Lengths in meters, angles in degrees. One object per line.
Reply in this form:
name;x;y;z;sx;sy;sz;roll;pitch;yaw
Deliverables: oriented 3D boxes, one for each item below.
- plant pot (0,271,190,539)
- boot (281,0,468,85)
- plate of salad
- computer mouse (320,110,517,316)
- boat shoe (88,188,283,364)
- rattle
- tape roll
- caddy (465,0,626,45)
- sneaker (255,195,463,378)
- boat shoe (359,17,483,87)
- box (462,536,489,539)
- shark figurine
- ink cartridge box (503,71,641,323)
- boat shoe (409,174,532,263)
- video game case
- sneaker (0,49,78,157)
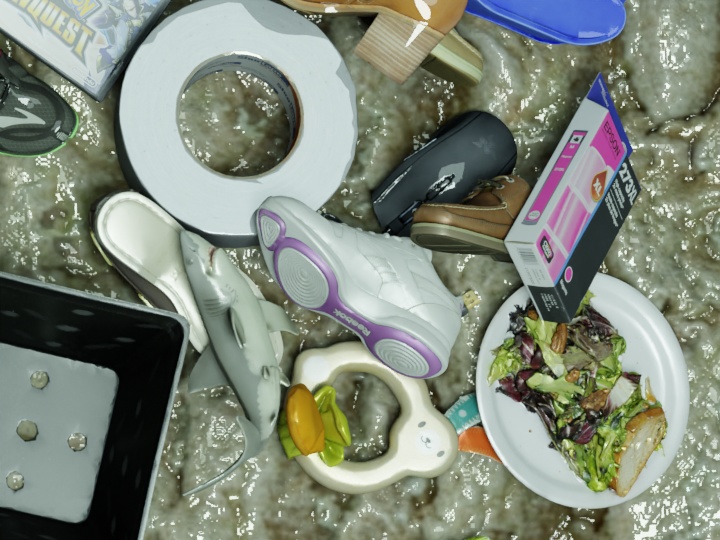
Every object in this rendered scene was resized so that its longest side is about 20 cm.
plant pot;-0.253;0.119;1.615;0.198;0.177;0.201;13;81;-7
boot;0.003;-0.266;1.687;0.199;0.077;0.156;36;97;8
plate of salad;0.192;0.098;1.754;0.198;0.048;0.202;3;80;-18
computer mouse;0.071;-0.037;1.760;0.199;0.046;0.141;-36;90;-12
boat shoe;-0.143;0.011;1.703;0.200;0.059;0.072;44;78;-19
rattle;0.037;0.119;1.692;0.198;0.143;0.131;16;65;-2
tape roll;-0.103;-0.122;1.729;0.198;0.066;0.202;1;83;-9
caddy;0.151;-0.272;1.774;0.199;0.105;0.142;20;96;-19
sneaker;0.000;0.000;1.698;0.200;0.075;0.100;40;52;-13
boat shoe;0.029;-0.232;1.765;0.200;0.073;0.063;37;83;3
box;0.021;0.299;1.709;0.198;0.048;0.123;-12;85;-11
shark figurine;-0.104;0.088;1.642;0.089;0.128;0.216;-28;54;22
ink cartridge box;0.185;-0.062;1.734;0.201;0.037;0.095;-61;138;-32
boat shoe;0.107;-0.045;1.717;0.071;0.199;0.069;4;87;36
video game case;-0.239;-0.266;1.692;0.199;0.025;0.181;35;90;-25
sneaker;-0.317;-0.160;1.685;0.199;0.084;0.077;35;79;-4
